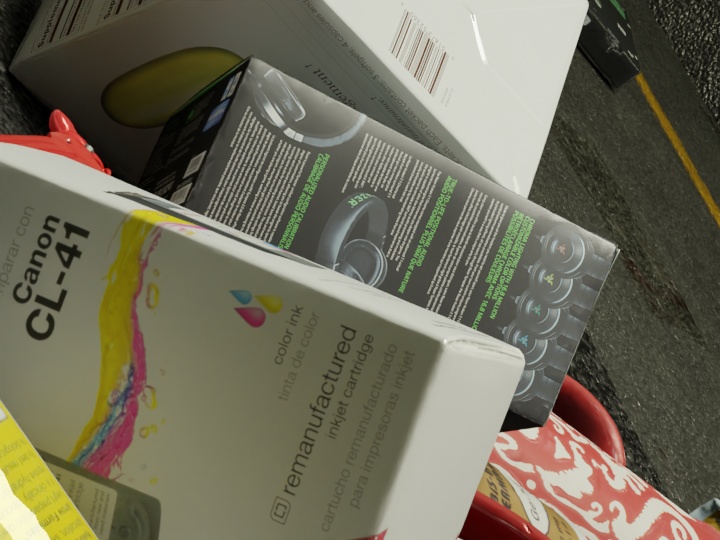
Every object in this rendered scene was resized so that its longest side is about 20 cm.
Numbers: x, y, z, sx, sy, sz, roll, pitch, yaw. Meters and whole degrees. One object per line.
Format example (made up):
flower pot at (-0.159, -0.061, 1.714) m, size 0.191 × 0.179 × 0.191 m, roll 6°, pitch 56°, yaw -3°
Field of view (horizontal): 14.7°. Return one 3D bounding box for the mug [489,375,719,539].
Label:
mug at (0.076, 0.126, 1.448) m, size 0.200 × 0.133 × 0.178 m, roll 39°, pitch 9°, yaw -31°

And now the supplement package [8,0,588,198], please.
supplement package at (-0.030, -0.119, 1.411) m, size 0.191 × 0.199 × 0.148 m, roll 44°, pitch 48°, yaw -29°

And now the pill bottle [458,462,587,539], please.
pill bottle at (0.012, 0.123, 1.251) m, size 0.200 × 0.114 × 0.115 m, roll 38°, pitch 22°, yaw -40°

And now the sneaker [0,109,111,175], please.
sneaker at (-0.106, -0.021, 1.086) m, size 0.199 × 0.077 × 0.085 m, roll 18°, pitch 49°, yaw -27°

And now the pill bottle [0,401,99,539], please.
pill bottle at (-0.123, 0.119, 0.863) m, size 0.200 × 0.111 × 0.111 m, roll 54°, pitch 15°, yaw 1°

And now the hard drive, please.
hard drive at (0.237, -0.283, 2.953) m, size 0.140 × 0.038 × 0.200 m, roll 49°, pitch 17°, yaw -19°

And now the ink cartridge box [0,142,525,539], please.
ink cartridge box at (-0.065, 0.057, 0.953) m, size 0.199 × 0.149 × 0.086 m, roll 21°, pitch 4°, yaw 21°

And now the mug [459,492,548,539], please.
mug at (-0.015, 0.138, 1.077) m, size 0.177 × 0.134 × 0.201 m, roll 4°, pitch 44°, yaw -47°

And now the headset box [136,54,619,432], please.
headset box at (0.000, 0.000, 1.263) m, size 0.199 × 0.093 × 0.174 m, roll 27°, pitch -12°, yaw -11°

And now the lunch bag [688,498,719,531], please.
lunch bag at (0.246, 0.261, 1.649) m, size 0.169 × 0.127 × 0.201 m, roll 34°, pitch 31°, yaw -46°
